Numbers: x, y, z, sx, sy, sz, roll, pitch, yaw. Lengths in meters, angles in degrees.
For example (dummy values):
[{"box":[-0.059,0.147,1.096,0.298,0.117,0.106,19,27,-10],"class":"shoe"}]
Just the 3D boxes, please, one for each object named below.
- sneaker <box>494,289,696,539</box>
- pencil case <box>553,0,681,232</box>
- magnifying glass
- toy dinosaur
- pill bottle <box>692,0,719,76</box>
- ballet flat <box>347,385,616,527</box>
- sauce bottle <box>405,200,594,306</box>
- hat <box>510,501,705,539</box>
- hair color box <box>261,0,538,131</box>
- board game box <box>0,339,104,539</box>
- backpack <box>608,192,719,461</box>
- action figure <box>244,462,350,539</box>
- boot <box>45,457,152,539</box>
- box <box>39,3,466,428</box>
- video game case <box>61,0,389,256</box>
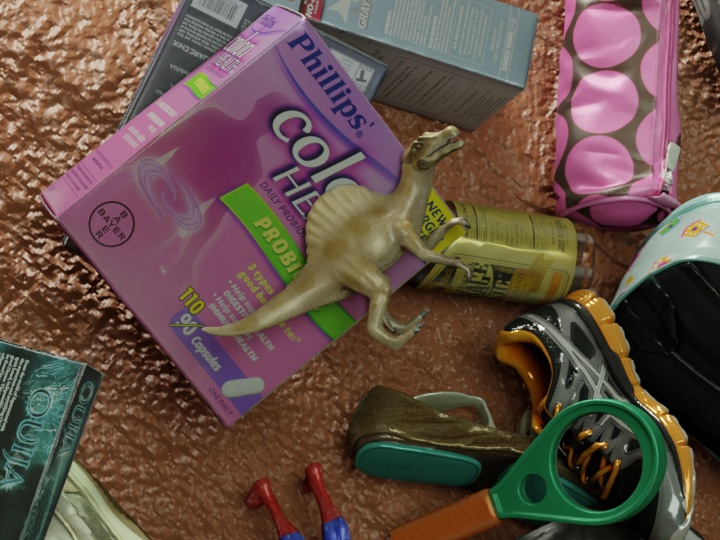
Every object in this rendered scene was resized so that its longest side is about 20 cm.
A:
[{"box":[0.155,0.104,1.622,0.077,0.078,0.200,-11,52,-25],"class":"sneaker"},{"box":[0.188,-0.127,1.739,0.090,0.094,0.201,12,71,-32],"class":"pencil case"},{"box":[0.107,0.144,1.596,0.022,0.200,0.080,5,62,-64],"class":"magnifying glass"},{"box":[0.000,0.000,1.519,0.200,0.058,0.101,-43,92,-9],"class":"toy dinosaur"},{"box":[0.289,-0.228,1.793,0.113,0.114,0.201,-15,80,-23],"class":"pill bottle"},{"box":[0.087,0.120,1.658,0.199,0.068,0.073,16,51,-11],"class":"ballet flat"},{"box":[0.059,-0.016,1.680,0.199,0.066,0.066,7,73,-15],"class":"sauce bottle"},{"box":[0.158,0.255,1.624,0.200,0.081,0.201,6,61,-11],"class":"hat"},{"box":[0.009,-0.163,1.682,0.199,0.099,0.061,16,71,-15],"class":"hair color box"},{"box":[-0.247,0.137,1.488,0.135,0.028,0.201,14,77,26],"class":"board game box"},{"box":[0.271,0.039,1.680,0.200,0.176,0.154,30,51,-8],"class":"backpack"},{"box":[-0.013,0.235,1.589,0.065,0.099,0.200,-15,58,-20],"class":"action figure"},{"box":[-0.219,0.188,1.520,0.200,0.072,0.155,45,70,-1],"class":"boot"},{"box":[-0.069,-0.036,1.564,0.200,0.097,0.176,-39,107,-4],"class":"box"},{"box":[-0.088,-0.076,1.613,0.143,0.019,0.201,25,97,-16],"class":"video game case"}]
